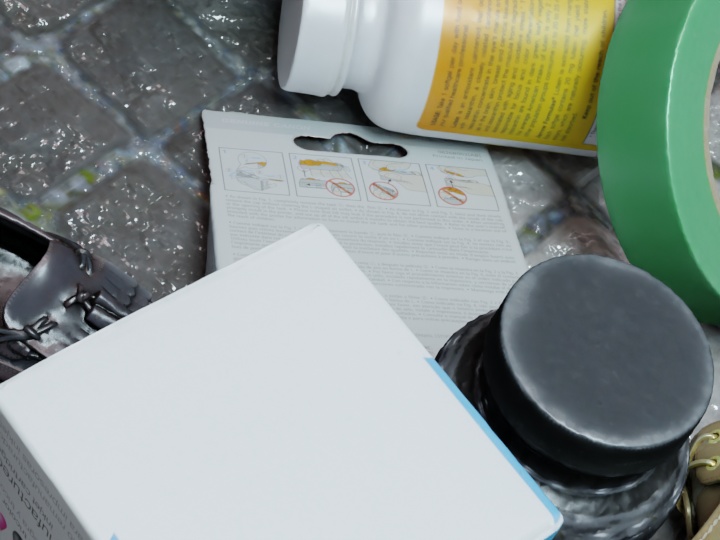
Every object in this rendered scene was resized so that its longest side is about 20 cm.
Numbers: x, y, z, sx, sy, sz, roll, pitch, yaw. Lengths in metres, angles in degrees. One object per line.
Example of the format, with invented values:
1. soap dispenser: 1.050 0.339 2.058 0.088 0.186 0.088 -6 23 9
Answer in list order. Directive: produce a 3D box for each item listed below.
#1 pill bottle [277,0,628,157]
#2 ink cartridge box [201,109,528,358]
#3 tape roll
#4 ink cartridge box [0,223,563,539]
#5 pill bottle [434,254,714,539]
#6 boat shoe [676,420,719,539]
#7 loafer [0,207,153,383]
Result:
1. pill bottle: 0.061 -0.124 0.940 0.199 0.111 0.112 6 53 -11
2. ink cartridge box: 0.000 0.000 0.889 0.161 0.050 0.200 4 36 -14
3. tape roll: 0.204 -0.071 0.910 0.200 0.048 0.202 -3 95 -40
4. ink cartridge box: -0.048 0.117 0.676 0.146 0.200 0.147 -28 67 -30
5. pill bottle: 0.067 0.084 0.735 0.111 0.200 0.112 8 53 -11
6. boat shoe: 0.182 0.102 0.845 0.066 0.074 0.200 39 43 16
7. loafer: -0.162 0.007 0.808 0.199 0.063 0.072 25 52 1
